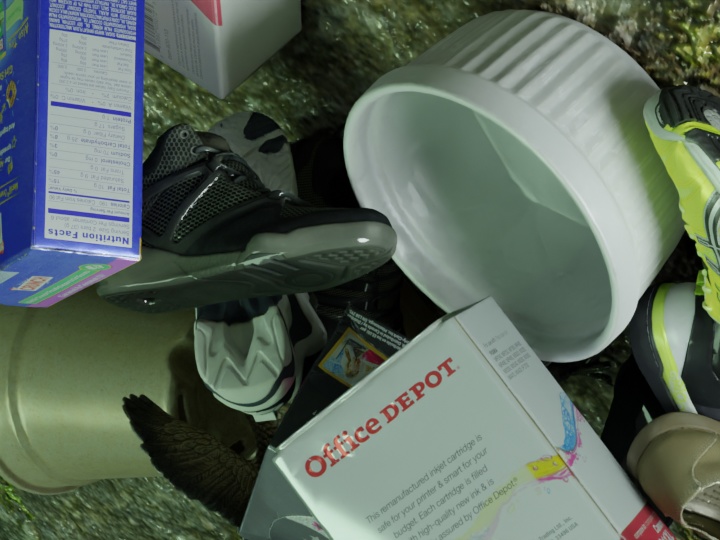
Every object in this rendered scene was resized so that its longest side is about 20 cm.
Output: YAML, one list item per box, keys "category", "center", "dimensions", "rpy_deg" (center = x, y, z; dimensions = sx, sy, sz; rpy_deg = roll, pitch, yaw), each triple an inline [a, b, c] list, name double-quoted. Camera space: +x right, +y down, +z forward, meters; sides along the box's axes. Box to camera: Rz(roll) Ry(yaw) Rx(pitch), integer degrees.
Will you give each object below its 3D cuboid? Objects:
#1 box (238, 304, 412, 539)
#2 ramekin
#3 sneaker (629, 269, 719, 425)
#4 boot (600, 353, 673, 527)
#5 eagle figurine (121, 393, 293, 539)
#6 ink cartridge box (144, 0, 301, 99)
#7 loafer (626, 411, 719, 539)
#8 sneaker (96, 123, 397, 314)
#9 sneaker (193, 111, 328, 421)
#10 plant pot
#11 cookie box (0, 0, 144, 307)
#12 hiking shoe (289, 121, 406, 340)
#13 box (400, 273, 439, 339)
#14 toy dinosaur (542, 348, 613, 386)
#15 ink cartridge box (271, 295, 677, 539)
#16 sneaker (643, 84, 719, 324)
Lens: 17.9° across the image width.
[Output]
- category: "box"
  center: [0.009, 0.131, 1.484]
  dimensions: [0.132, 0.115, 0.200]
  rpy_deg: [28, 158, 3]
- category: "ramekin"
  center: [0.098, -0.056, 1.317]
  dimensions: [0.200, 0.105, 0.200]
  rpy_deg: [33, 150, 22]
- category: "sneaker"
  center: [0.232, 0.079, 1.345]
  dimensions: [0.083, 0.072, 0.200]
  rpy_deg: [-15, 130, 32]
- category: "boot"
  center: [0.151, 0.160, 1.463]
  dimensions: [0.073, 0.162, 0.198]
  rpy_deg: [32, 149, 21]
- category: "eagle figurine"
  center: [-0.073, 0.141, 1.677]
  dimensions: [0.151, 0.152, 0.200]
  rpy_deg: [-13, 126, 8]
- category: "ink cartridge box"
  center: [-0.139, -0.222, 1.443]
  dimensions: [0.200, 0.083, 0.147]
  rpy_deg: [33, 149, 23]
- category: "loafer"
  center: [0.247, 0.142, 1.322]
  dimensions: [0.200, 0.067, 0.076]
  rpy_deg: [14, 123, -15]
- category: "sneaker"
  center: [-0.069, -0.041, 1.382]
  dimensions: [0.199, 0.114, 0.076]
  rpy_deg: [-7, 162, 33]
- category: "sneaker"
  center: [-0.068, 0.007, 1.495]
  dimensions: [0.130, 0.079, 0.199]
  rpy_deg: [75, -174, -67]
- category: "plant pot"
  center: [-0.174, 0.087, 1.808]
  dimensions: [0.183, 0.201, 0.201]
  rpy_deg: [4, 132, 36]
- category: "cookie box"
  center: [-0.195, -0.089, 1.405]
  dimensions: [0.171, 0.075, 0.200]
  rpy_deg: [-21, 67, 60]
- category: "hiking shoe"
  center: [0.000, 0.000, 1.535]
  dimensions: [0.101, 0.076, 0.200]
  rpy_deg: [-16, 109, 38]
- category: "box"
  center: [-0.016, 0.021, 1.655]
  dimensions: [0.200, 0.021, 0.163]
  rpy_deg: [50, 150, -8]
- category: "toy dinosaur"
  center: [0.116, 0.054, 1.456]
  dimensions: [0.200, 0.088, 0.048]
  rpy_deg: [80, 179, -77]
- category: "ink cartridge box"
  center: [0.070, 0.136, 1.309]
  dimensions: [0.146, 0.083, 0.200]
  rpy_deg: [-38, 85, 21]
- category: "sneaker"
  center: [0.208, -0.009, 1.239]
  dimensions: [0.076, 0.075, 0.200]
  rpy_deg: [-30, 102, 32]
